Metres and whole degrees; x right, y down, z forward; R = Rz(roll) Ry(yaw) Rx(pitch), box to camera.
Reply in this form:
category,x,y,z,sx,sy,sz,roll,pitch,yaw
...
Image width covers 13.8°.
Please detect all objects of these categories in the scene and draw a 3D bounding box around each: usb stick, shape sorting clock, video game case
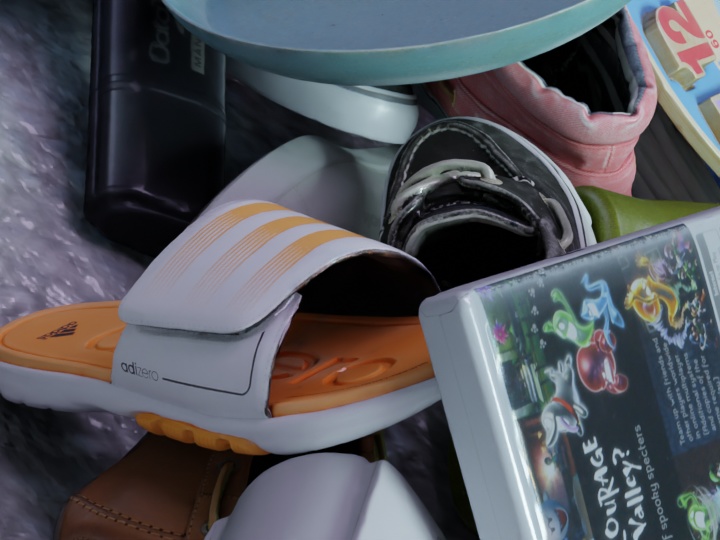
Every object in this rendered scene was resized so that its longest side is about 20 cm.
category,x,y,z,sx,sy,sz,roll,pitch,yaw
usb stick,-0.076,-0.091,1.119,0.055,0.033,0.200,16,51,-24
shape sorting clock,0.159,-0.102,1.195,0.200,0.039,0.200,27,47,-33
video game case,0.108,0.085,0.873,0.182,0.023,0.200,-16,92,-45

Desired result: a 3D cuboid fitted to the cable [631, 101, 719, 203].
category,x,y,z,sx,sy,sz,roll,pitch,yaw
cable,0.153,-0.034,1.294,0.200,0.069,0.200,30,35,-41

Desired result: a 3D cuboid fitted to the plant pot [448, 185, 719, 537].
category,x,y,z,sx,sy,sz,roll,pitch,yaw
plant pot,0.142,0.058,1.063,0.193,0.200,0.200,19,31,-17

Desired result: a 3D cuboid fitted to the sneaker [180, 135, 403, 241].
category,x,y,z,sx,sy,sz,roll,pitch,yaw
sneaker,0.000,0.000,1.083,0.085,0.073,0.200,44,26,16

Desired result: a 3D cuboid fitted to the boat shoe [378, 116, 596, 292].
category,x,y,z,sx,sy,sz,roll,pitch,yaw
boat shoe,0.042,-0.003,0.963,0.064,0.071,0.200,61,6,-34

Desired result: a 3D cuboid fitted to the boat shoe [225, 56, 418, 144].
category,x,y,z,sx,sy,sz,roll,pitch,yaw
boat shoe,-0.036,-0.114,1.178,0.069,0.057,0.200,9,23,-39

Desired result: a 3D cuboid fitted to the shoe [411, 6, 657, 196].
category,x,y,z,sx,sy,sz,roll,pitch,yaw
shoe,0.055,-0.095,1.144,0.071,0.091,0.200,-12,51,-20

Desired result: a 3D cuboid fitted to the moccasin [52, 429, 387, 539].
category,x,y,z,sx,sy,sz,roll,pitch,yaw
moccasin,-0.023,0.056,0.943,0.078,0.074,0.201,-2,15,23

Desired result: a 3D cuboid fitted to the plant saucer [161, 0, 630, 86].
category,x,y,z,sx,sy,sz,roll,pitch,yaw
plant saucer,0.024,-0.116,1.089,0.200,0.027,0.200,-8,30,5

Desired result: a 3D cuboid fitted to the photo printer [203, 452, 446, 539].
category,x,y,z,sx,sy,sz,roll,pitch,yaw
photo printer,0.001,0.164,0.777,0.167,0.069,0.200,61,21,-20

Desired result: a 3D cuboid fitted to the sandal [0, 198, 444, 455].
category,x,y,z,sx,sy,sz,roll,pitch,yaw
sandal,-0.049,0.011,0.895,0.079,0.207,0.059,-31,114,-43
